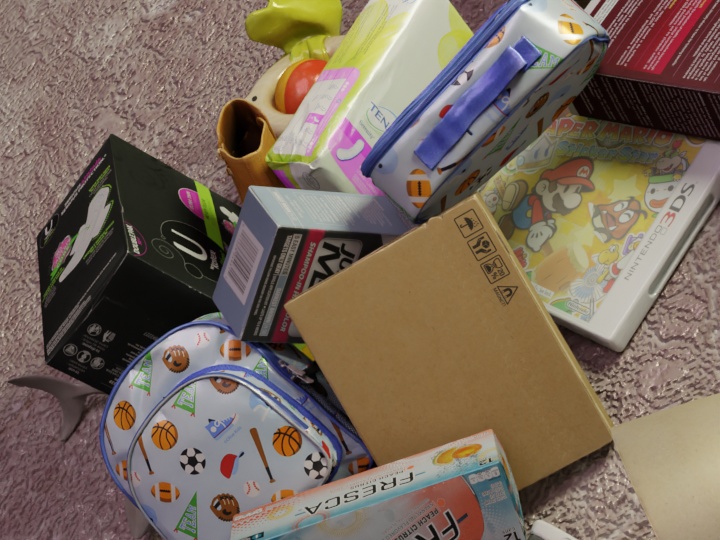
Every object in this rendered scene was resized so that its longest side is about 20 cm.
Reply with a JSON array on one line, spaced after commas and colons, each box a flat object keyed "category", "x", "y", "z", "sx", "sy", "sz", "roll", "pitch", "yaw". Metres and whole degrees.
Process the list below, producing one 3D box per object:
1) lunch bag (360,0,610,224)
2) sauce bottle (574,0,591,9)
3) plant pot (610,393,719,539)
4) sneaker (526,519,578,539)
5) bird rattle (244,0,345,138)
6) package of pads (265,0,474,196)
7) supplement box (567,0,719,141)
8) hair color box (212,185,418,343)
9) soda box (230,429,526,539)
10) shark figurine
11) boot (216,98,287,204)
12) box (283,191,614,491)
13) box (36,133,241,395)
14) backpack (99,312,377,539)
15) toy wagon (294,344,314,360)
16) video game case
[{"category": "lunch bag", "x": 0.092, "y": -0.124, "z": 1.446, "sx": 0.076, "sy": 0.160, "sz": 0.200, "roll": 44, "pitch": 104, "yaw": 9}, {"category": "sauce bottle", "x": 0.186, "y": -0.277, "z": 1.660, "sx": 0.066, "sy": 0.066, "sz": 0.201, "roll": -20, "pitch": 44, "yaw": 30}, {"category": "plant pot", "x": 0.281, "y": 0.137, "z": 1.212, "sx": 0.199, "sy": 0.188, "sz": 0.188, "roll": -26, "pitch": 45, "yaw": 7}, {"category": "sneaker", "x": 0.148, "y": 0.235, "z": 1.306, "sx": 0.099, "sy": 0.071, "sz": 0.200, "roll": -60, "pitch": 23, "yaw": -5}, {"category": "bird rattle", "x": -0.018, "y": -0.159, "z": 1.723, "sx": 0.200, "sy": 0.113, "sz": 0.163, "roll": 24, "pitch": 62, "yaw": 37}, {"category": "package of pads", "x": 0.027, "y": -0.113, "z": 1.589, "sx": 0.068, "sy": 0.155, "sz": 0.200, "roll": 6, "pitch": 55, "yaw": 47}, {"category": "supplement box", "x": 0.249, "y": -0.159, "z": 1.502, "sx": 0.200, "sy": 0.061, "sz": 0.109, "roll": 16, "pitch": 60, "yaw": 45}, {"category": "hair color box", "x": 0.000, "y": 0.000, "z": 1.505, "sx": 0.061, "sy": 0.199, "sz": 0.099, "roll": 51, "pitch": 129, "yaw": 47}, {"category": "soda box", "x": 0.012, "y": 0.178, "z": 1.398, "sx": 0.199, "sy": 0.064, "sz": 0.068, "roll": -19, "pitch": 15, "yaw": 5}, {"category": "shark figurine", "x": -0.208, "y": 0.115, "z": 1.709, "sx": 0.128, "sy": 0.089, "sz": 0.214, "roll": -50, "pitch": 43, "yaw": -1}, {"category": "boot", "x": -0.075, "y": -0.081, "z": 1.657, "sx": 0.071, "sy": 0.144, "sz": 0.201, "roll": -26, "pitch": 25, "yaw": -1}, {"category": "box", "x": 0.063, "y": 0.070, "z": 1.430, "sx": 0.163, "sy": 0.201, "sz": 0.021, "roll": -29, "pitch": 5, "yaw": 14}, {"category": "box", "x": -0.173, "y": 0.009, "z": 1.665, "sx": 0.124, "sy": 0.148, "sz": 0.200, "roll": -50, "pitch": 28, "yaw": 20}, {"category": "backpack", "x": -0.098, "y": 0.131, "z": 1.505, "sx": 0.190, "sy": 0.154, "sz": 0.200, "roll": 43, "pitch": 97, "yaw": 11}, {"category": "toy wagon", "x": -0.051, "y": 0.051, "z": 1.649, "sx": 0.155, "sy": 0.040, "sz": 0.200, "roll": -41, "pitch": 42, "yaw": 10}, {"category": "video game case", "x": 0.173, "y": -0.049, "z": 1.536, "sx": 0.200, "sy": 0.023, "sz": 0.182, "roll": 26, "pitch": 80, "yaw": 48}]
